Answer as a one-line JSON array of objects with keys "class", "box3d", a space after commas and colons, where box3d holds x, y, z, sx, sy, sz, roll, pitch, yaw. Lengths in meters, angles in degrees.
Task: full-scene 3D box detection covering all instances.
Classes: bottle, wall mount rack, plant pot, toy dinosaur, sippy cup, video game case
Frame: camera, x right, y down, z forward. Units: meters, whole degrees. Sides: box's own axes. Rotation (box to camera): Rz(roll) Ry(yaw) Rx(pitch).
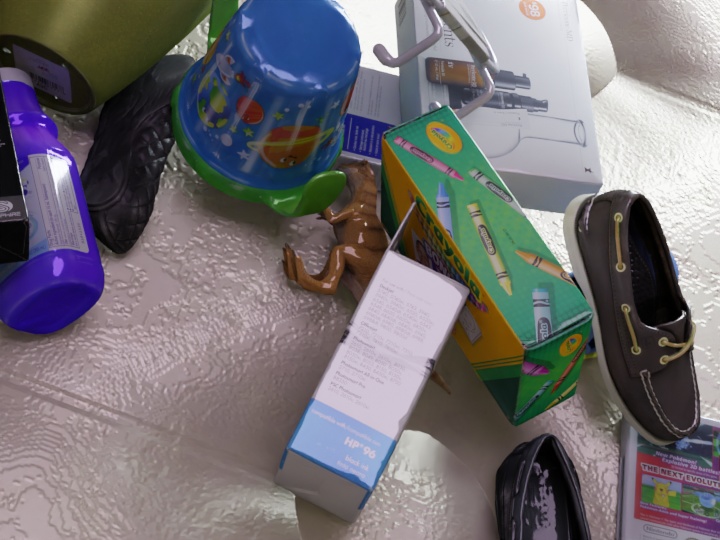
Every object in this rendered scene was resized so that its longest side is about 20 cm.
[{"class": "bottle", "box3d": [-0.243, -0.056, 1.258, 0.065, 0.083, 0.201, 16, 47, -48]}, {"class": "wall mount rack", "box3d": [0.029, -0.208, 1.311, 0.074, 0.200, 0.174, -31, 63, 12]}, {"class": "plant pot", "box3d": [-0.197, -0.226, 1.340, 0.186, 0.187, 0.201, 26, 65, 1]}, {"class": "toy dinosaur", "box3d": [0.000, 0.000, 1.307, 0.106, 0.060, 0.201, -9, 69, -12]}, {"class": "sippy cup", "box3d": [-0.062, -0.140, 1.288, 0.178, 0.130, 0.140, 37, 56, 2]}, {"class": "video game case", "box3d": [0.288, 0.200, 1.295, 0.199, 0.023, 0.183, 14, 55, -7]}]

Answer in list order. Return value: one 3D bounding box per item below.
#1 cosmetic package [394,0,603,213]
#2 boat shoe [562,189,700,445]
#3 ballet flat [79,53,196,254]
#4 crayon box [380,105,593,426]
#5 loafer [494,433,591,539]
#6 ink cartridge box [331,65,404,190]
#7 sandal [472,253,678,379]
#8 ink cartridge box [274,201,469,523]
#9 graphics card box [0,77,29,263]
[{"class": "cosmetic package", "box3d": [0.110, -0.146, 1.404, 0.150, 0.052, 0.201, 7, 55, -16]}, {"class": "boat shoe", "box3d": [0.211, 0.037, 1.276, 0.072, 0.060, 0.202, -29, 102, -36]}, {"class": "ballet flat", "box3d": [-0.172, -0.098, 1.339, 0.066, 0.057, 0.201, 4, 47, 18]}, {"class": "crayon box", "box3d": [0.086, -0.004, 1.231, 0.058, 0.119, 0.200, -25, 62, -14]}, {"class": "loafer", "box3d": [0.132, 0.210, 1.209, 0.068, 0.070, 0.201, 4, 57, -14]}, {"class": "ink cartridge box", "box3d": [0.004, -0.117, 1.404, 0.199, 0.039, 0.100, 15, 55, -9]}, {"class": "sandal", "box3d": [0.178, 0.027, 1.335, 0.200, 0.087, 0.080, -31, 69, -33]}, {"class": "ink cartridge box", "box3d": [0.016, 0.065, 1.211, 0.068, 0.116, 0.201, 26, 70, 2]}, {"class": "graphics card box", "box3d": [-0.304, -0.089, 1.195, 0.125, 0.051, 0.201, -7, 53, -17]}]
